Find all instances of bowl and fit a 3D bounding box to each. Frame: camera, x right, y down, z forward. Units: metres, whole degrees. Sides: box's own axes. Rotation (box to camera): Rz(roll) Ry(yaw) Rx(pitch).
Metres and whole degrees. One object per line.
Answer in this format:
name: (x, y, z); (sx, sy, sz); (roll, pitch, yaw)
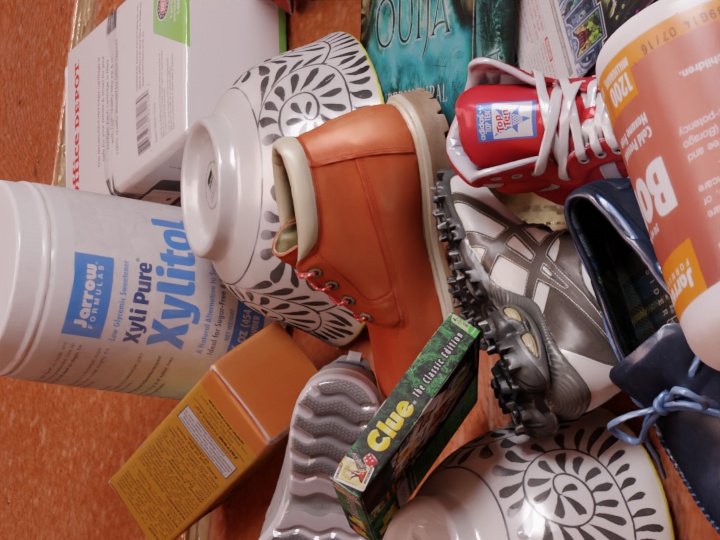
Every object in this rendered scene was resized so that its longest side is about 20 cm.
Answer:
bowl: (-0.058, -0.051, 1.547); (0.201, 0.094, 0.201); (180, 90, -71)
bowl: (0.070, 0.165, 1.286); (0.201, 0.094, 0.201); (-22, 64, 57)

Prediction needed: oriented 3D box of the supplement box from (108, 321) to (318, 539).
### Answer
supplement box: (-0.094, 0.111, 1.601); (0.069, 0.067, 0.200); (50, 143, 7)

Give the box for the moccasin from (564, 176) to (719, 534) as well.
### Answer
moccasin: (0.147, 0.047, 1.191); (0.080, 0.068, 0.200); (-47, 56, 36)

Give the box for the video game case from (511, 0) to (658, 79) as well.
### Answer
video game case: (0.125, -0.192, 1.352); (0.181, 0.036, 0.200); (-50, 41, 46)

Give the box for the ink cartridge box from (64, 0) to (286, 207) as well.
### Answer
ink cartridge box: (-0.134, -0.120, 1.749); (0.200, 0.084, 0.146); (-31, 56, 54)

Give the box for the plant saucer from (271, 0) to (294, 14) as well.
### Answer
plant saucer: (-0.062, -0.291, 1.614); (0.200, 0.037, 0.200); (75, -162, -79)

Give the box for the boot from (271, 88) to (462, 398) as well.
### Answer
boot: (0.000, 0.000, 1.421); (0.075, 0.107, 0.200); (-141, 39, -58)

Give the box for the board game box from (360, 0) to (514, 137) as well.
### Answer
board game box: (0.042, -0.143, 1.449); (0.200, 0.028, 0.135); (180, 90, -71)

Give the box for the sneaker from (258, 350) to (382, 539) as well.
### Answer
sneaker: (-0.018, 0.143, 1.511); (0.082, 0.075, 0.200); (-63, -9, -66)

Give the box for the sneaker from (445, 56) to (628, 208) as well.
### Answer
sneaker: (0.123, -0.080, 1.246); (0.200, 0.112, 0.071); (-28, 57, 54)

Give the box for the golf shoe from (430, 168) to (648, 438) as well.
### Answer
golf shoe: (0.098, 0.008, 1.310); (0.200, 0.094, 0.078); (-113, 6, -48)

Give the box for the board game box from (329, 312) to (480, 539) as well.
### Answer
board game box: (0.026, 0.088, 1.301); (0.105, 0.023, 0.200); (-56, -9, -10)

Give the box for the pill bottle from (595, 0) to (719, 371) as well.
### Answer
pill bottle: (0.186, -0.024, 1.105); (0.112, 0.112, 0.200); (-42, 58, 49)

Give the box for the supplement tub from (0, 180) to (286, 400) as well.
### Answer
supplement tub: (-0.161, 0.016, 1.641); (0.132, 0.200, 0.132); (-23, 63, 57)
